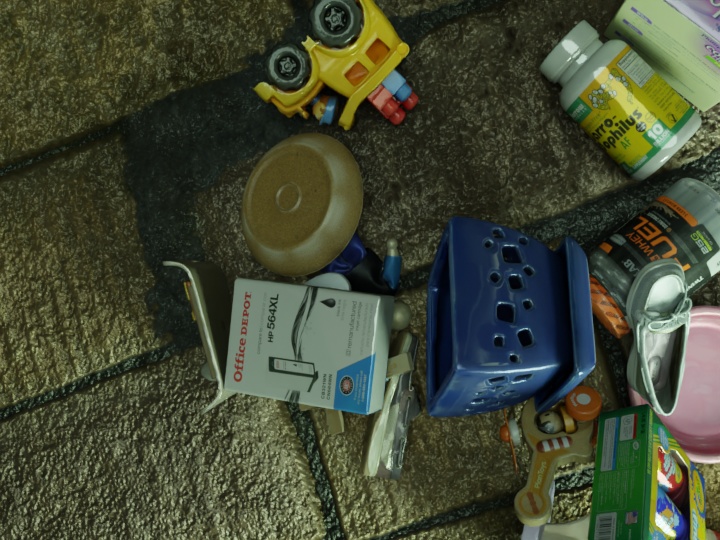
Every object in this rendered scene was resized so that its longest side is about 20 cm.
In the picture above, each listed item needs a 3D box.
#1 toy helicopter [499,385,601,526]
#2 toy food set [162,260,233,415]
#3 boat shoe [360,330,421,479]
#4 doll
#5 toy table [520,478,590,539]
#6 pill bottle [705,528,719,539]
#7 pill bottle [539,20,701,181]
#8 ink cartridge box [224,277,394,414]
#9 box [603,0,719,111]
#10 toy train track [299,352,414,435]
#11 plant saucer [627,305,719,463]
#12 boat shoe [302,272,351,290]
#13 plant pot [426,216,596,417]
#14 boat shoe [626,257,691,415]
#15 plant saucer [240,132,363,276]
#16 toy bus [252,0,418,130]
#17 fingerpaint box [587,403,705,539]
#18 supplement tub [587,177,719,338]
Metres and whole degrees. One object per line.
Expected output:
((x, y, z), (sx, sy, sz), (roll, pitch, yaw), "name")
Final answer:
((0.230, 0.233, 1.018), (0.130, 0.080, 0.201), (10, 46, 22), "toy helicopter")
((-0.213, 0.082, 1.071), (0.059, 0.143, 0.204), (-16, 88, 6), "toy food set")
((0.052, 0.186, 1.082), (0.064, 0.072, 0.204), (16, 86, -9), "boat shoe")
((0.000, 0.000, 1.093), (0.136, 0.048, 0.201), (-41, 87, 17), "doll")
((0.265, 0.378, 1.012), (0.115, 0.183, 0.204), (9, 92, 22), "toy table")
((0.515, 0.412, 1.005), (0.197, 0.111, 0.113), (17, 92, 6), "pill bottle")
((0.332, -0.224, 1.028), (0.113, 0.113, 0.200), (-44, 86, 4), "pill bottle")
((-0.066, 0.093, 1.012), (0.196, 0.084, 0.149), (6, 89, 16), "ink cartridge box")
((0.416, -0.307, 0.976), (0.175, 0.200, 0.097), (40, 94, 6), "box")
((-0.004, 0.152, 1.070), (0.198, 0.032, 0.117), (-26, 70, 35), "toy train track")
((0.451, 0.148, 1.044), (0.196, 0.051, 0.205), (0, 90, 7), "plant saucer")
((-0.084, 0.081, 1.091), (0.069, 0.057, 0.200), (45, 101, 13), "boat shoe")
((0.181, 0.067, 0.982), (0.176, 0.201, 0.204), (3, 65, -2), "plant pot")
((0.363, 0.080, 0.951), (0.073, 0.065, 0.205), (-10, 122, -8), "boat shoe")
((-0.091, -0.095, 1.075), (0.197, 0.035, 0.204), (-6, 77, 26), "plant saucer")
((-0.021, -0.259, 1.071), (0.200, 0.136, 0.192), (-44, 101, 6), "toy bus")
((0.350, 0.296, 0.954), (0.073, 0.202, 0.167), (-21, 123, 38), "fingerpaint box")
((0.379, -0.013, 1.017), (0.199, 0.122, 0.123), (-40, 86, 4), "supplement tub")
